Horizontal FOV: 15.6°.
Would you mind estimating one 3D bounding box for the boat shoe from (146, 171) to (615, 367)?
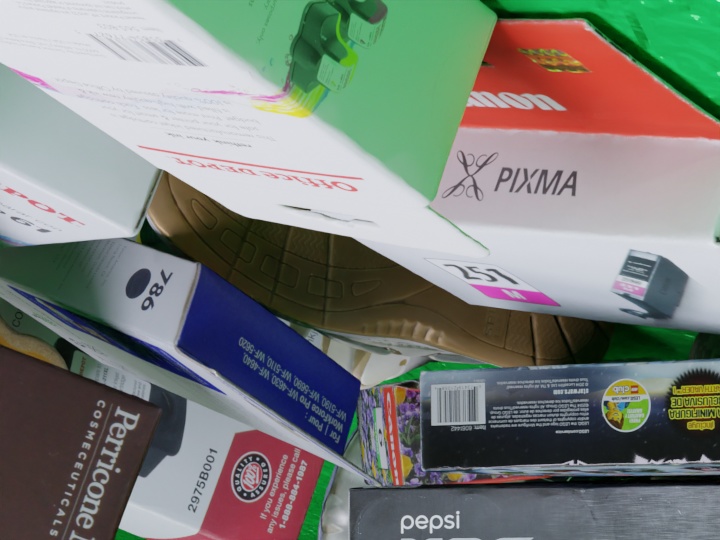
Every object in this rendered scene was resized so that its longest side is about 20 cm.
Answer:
[{"bbox_3d":[0.000,0.000,1.044,0.199,0.071,0.069,22,166,-16],"label":"boat shoe"}]

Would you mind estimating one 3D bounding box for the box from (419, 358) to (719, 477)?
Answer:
[{"bbox_3d":[0.139,0.054,0.952,0.199,0.040,0.137,-3,174,30],"label":"box"}]

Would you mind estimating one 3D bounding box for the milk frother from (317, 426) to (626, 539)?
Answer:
[{"bbox_3d":[0.081,0.204,1.529,0.187,0.201,0.180,15,171,25],"label":"milk frother"}]

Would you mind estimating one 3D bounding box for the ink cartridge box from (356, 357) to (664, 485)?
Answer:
[{"bbox_3d":[0.064,0.069,1.163,0.108,0.051,0.200,-5,178,-8],"label":"ink cartridge box"}]

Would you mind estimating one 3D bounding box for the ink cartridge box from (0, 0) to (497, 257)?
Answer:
[{"bbox_3d":[-0.043,-0.076,0.779,0.115,0.068,0.200,11,165,38],"label":"ink cartridge box"}]

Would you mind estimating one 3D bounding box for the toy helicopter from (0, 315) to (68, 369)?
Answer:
[{"bbox_3d":[-0.198,-0.001,1.090,0.200,0.132,0.079,52,157,-18],"label":"toy helicopter"}]

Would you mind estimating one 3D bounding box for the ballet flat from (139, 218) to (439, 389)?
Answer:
[{"bbox_3d":[-0.016,0.011,1.124,0.200,0.071,0.067,27,166,-32],"label":"ballet flat"}]

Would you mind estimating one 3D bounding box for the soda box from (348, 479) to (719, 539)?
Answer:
[{"bbox_3d":[0.097,0.114,0.983,0.199,0.071,0.063,-2,174,16],"label":"soda box"}]

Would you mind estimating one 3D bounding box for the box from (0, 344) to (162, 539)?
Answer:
[{"bbox_3d":[-0.184,0.061,0.955,0.199,0.101,0.075,22,170,-13],"label":"box"}]

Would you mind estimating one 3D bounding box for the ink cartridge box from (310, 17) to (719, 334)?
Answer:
[{"bbox_3d":[0.054,-0.030,0.893,0.173,0.044,0.200,28,166,-40],"label":"ink cartridge box"}]

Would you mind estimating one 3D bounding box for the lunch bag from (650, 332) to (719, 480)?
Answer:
[{"bbox_3d":[0.176,0.130,1.110,0.139,0.168,0.200,18,168,9],"label":"lunch bag"}]

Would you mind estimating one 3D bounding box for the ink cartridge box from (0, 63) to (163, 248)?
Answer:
[{"bbox_3d":[-0.161,-0.074,0.942,0.144,0.085,0.200,27,166,-24],"label":"ink cartridge box"}]

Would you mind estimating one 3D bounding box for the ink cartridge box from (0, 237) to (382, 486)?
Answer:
[{"bbox_3d":[-0.072,0.023,1.028,0.099,0.039,0.200,38,169,-39],"label":"ink cartridge box"}]

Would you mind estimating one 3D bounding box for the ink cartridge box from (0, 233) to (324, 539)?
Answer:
[{"bbox_3d":[-0.111,0.036,1.203,0.199,0.146,0.083,24,166,-21],"label":"ink cartridge box"}]
